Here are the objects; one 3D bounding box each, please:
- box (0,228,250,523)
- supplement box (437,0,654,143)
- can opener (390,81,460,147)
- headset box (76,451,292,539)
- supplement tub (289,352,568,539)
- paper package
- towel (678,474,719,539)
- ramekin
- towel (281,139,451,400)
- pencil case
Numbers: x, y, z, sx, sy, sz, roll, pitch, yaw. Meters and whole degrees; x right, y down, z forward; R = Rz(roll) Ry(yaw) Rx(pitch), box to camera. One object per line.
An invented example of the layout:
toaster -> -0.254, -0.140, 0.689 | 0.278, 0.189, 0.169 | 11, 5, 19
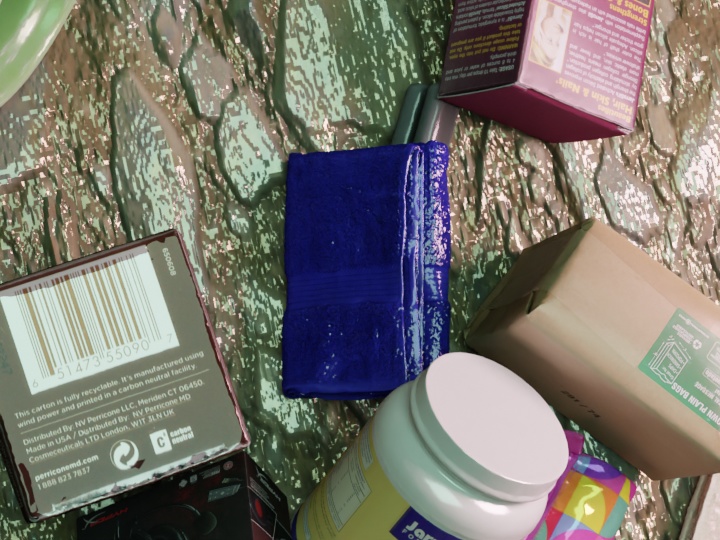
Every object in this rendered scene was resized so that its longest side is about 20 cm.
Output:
box -> -0.191, 0.082, 1.459 | 0.165, 0.200, 0.165 | -19, 86, -12
supplement box -> 0.156, -0.217, 1.594 | 0.131, 0.103, 0.201 | 19, 77, -35
can opener -> 0.042, -0.052, 1.604 | 0.066, 0.053, 0.201 | 20, 79, -42
headset box -> -0.122, 0.251, 1.434 | 0.148, 0.075, 0.200 | -22, 46, 14
supplement tub -> 0.048, 0.172, 1.473 | 0.145, 0.200, 0.146 | 24, 35, -18
paper package -> 0.203, 0.064, 1.538 | 0.200, 0.191, 0.104 | 37, 78, -5
towel -> 0.322, 0.237, 1.615 | 0.132, 0.034, 0.201 | 22, 80, -9
ramekin -> -0.280, -0.227, 1.494 | 0.097, 0.200, 0.200 | 29, 78, 3
towel -> 0.000, 0.000, 1.547 | 0.147, 0.050, 0.201 | -4, 79, 29
pencil case -> 0.139, 0.229, 1.558 | 0.088, 0.088, 0.201 | 28, 78, -5
